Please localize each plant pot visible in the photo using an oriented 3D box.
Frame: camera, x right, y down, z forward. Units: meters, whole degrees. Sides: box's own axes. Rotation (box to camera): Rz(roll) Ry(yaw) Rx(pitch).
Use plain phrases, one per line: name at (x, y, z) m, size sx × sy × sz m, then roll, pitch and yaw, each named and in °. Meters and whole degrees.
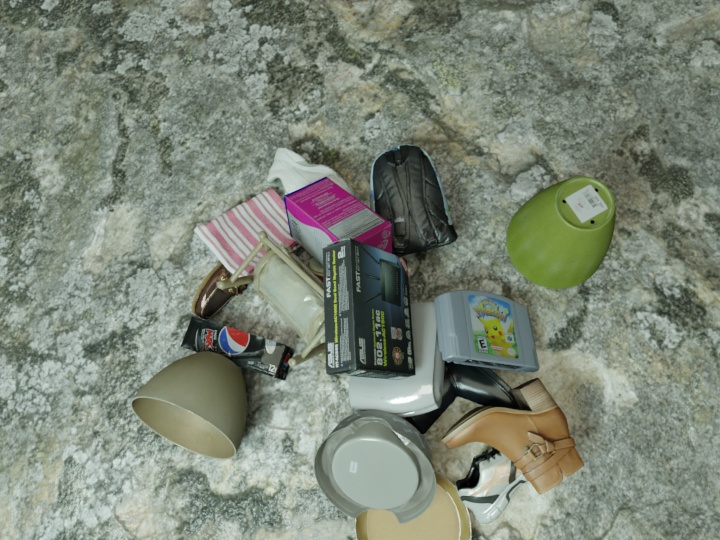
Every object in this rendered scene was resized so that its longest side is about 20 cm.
plant pot at (0.090, 0.441, 0.917) m, size 0.198 × 0.027 × 0.202 m, roll -2°, pitch 75°, yaw 7°
plant pot at (0.366, -0.083, 0.935) m, size 0.185 × 0.200 × 0.189 m, roll -2°, pitch 74°, yaw 6°
plant pot at (-0.282, 0.226, 0.949) m, size 0.199 × 0.201 × 0.135 m, roll 16°, pitch 50°, yaw 11°

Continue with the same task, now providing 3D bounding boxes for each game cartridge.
game cartridge at (0.223, 0.103, 0.928) m, size 0.199 × 0.040 × 0.134 m, roll 11°, pitch 56°, yaw -25°

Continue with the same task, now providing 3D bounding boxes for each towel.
towel at (-0.204, -0.078, 1.043) m, size 0.146 × 0.030 × 0.200 m, roll 43°, pitch 52°, yaw 15°

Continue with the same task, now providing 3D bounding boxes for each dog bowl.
dog bowl at (0.026, 0.319, 0.867) m, size 0.198 × 0.059 × 0.202 m, roll 5°, pitch 111°, yaw 12°

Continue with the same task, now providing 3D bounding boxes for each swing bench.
swing bench at (-0.114, 0.056, 0.949) m, size 0.199 × 0.200 × 0.130 m, roll 42°, pitch 92°, yaw 14°

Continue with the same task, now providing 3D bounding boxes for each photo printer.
photo printer at (0.066, 0.157, 0.924) m, size 0.165 × 0.070 × 0.201 m, roll -7°, pitch 50°, yaw 23°

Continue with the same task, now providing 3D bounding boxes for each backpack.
backpack at (0.088, -0.139, 1.022) m, size 0.162 × 0.154 × 0.201 m, roll -15°, pitch 98°, yaw 9°

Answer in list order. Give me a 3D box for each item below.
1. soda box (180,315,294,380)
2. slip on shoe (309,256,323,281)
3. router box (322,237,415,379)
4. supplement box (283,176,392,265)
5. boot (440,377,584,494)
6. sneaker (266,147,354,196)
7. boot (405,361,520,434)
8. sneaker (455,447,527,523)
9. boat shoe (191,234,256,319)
soda box at (-0.232, 0.148, 1.010) m, size 0.199 × 0.071 × 0.064 m, roll 15°, pitch 76°, yaw 10°
slip on shoe at (-0.005, 0.024, 1.024) m, size 0.198 × 0.062 × 0.074 m, roll 14°, pitch 38°, yaw 11°
router box at (0.014, 0.064, 0.825) m, size 0.062 × 0.149 × 0.202 m, roll -17°, pitch 68°, yaw 38°
supplement box at (-0.041, -0.072, 0.967) m, size 0.103 × 0.102 × 0.200 m, roll -29°, pitch 49°, yaw -24°
boot at (0.244, 0.282, 0.844) m, size 0.199 × 0.074 × 0.156 m, roll -26°, pitch 79°, yaw -1°
sneaker at (-0.105, -0.171, 1.087) m, size 0.199 × 0.078 × 0.100 m, roll 26°, pitch 86°, yaw 22°
boot at (0.162, 0.229, 0.937) m, size 0.168 × 0.077 × 0.200 m, roll -45°, pitch 68°, yaw -10°
sneaker at (0.242, 0.326, 0.897) m, size 0.080 × 0.074 × 0.200 m, roll 42°, pitch 82°, yaw -4°
boat shoe at (-0.252, 0.013, 1.047) m, size 0.070 × 0.070 × 0.201 m, roll 29°, pitch 80°, yaw 19°
